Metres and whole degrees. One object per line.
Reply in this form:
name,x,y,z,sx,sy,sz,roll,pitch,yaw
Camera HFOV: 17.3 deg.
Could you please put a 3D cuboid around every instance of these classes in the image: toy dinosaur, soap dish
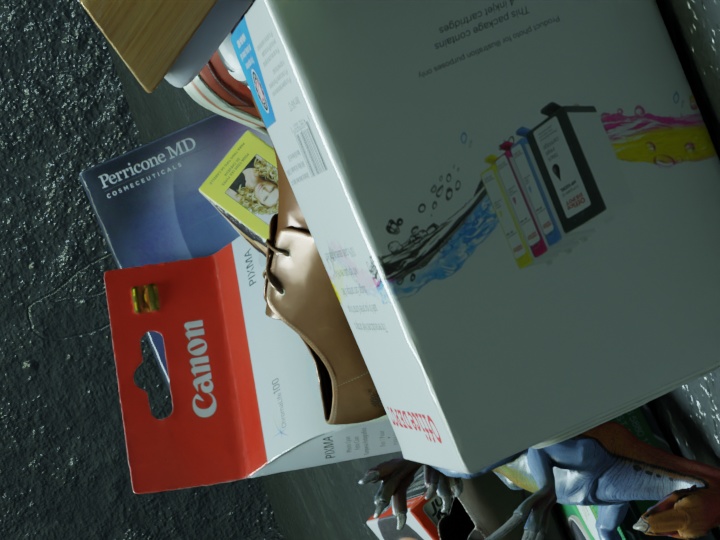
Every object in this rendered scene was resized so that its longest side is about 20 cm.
toy dinosaur,0.092,0.085,1.116,0.105,0.181,0.202,11,-112,-54
soap dish,-0.086,-0.208,1.248,0.081,0.201,0.157,31,-169,-28

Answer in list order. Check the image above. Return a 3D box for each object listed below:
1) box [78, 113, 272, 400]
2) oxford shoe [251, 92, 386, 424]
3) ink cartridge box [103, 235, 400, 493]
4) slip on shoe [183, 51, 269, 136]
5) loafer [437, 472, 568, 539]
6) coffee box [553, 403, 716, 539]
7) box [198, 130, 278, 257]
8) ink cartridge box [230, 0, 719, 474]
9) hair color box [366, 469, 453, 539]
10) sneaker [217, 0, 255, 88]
box,-0.051,-0.003,1.522,0.123,0.199,0.199,89,157,-80
oxford shoe,-0.023,-0.011,1.222,0.071,0.071,0.201,-135,25,-77
ink cartridge box,-0.048,0.038,1.401,0.047,0.198,0.161,87,173,-57
slip on shoe,-0.030,-0.114,1.394,0.199,0.061,0.075,15,-128,-55
loafer,0.074,0.149,1.288,0.073,0.071,0.201,-145,33,-76
coffee box,0.134,0.128,1.248,0.200,0.044,0.124,91,155,-70
box,0.000,0.000,1.346,0.200,0.050,0.075,35,173,32
ink cartridge box,0.055,-0.038,0.956,0.147,0.144,0.201,175,72,-81
hair color box,0.098,0.202,1.388,0.200,0.061,0.101,51,162,-1
sneaker,-0.015,-0.196,1.298,0.075,0.115,0.201,25,-127,-33
